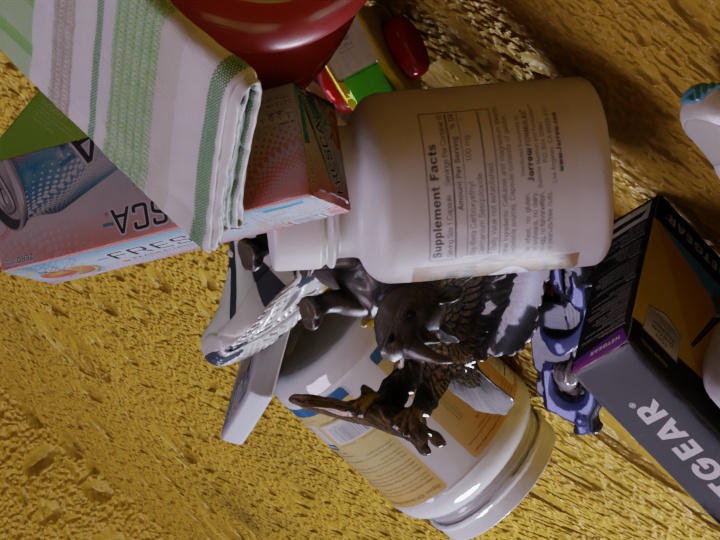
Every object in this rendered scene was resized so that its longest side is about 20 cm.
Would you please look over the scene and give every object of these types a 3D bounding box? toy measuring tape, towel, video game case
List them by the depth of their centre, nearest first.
[{"bbox_3d":[-0.129,-0.119,1.495,0.200,0.031,0.149,44,148,21],"label":"towel"},{"bbox_3d":[-0.011,-0.164,1.743,0.200,0.073,0.074,60,159,-13],"label":"toy measuring tape"},{"bbox_3d":[-0.068,0.032,2.170,0.022,0.183,0.200,16,164,-5],"label":"video game case"}]

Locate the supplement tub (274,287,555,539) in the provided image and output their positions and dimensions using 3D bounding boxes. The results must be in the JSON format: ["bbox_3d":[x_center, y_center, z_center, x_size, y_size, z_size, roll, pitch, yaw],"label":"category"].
[{"bbox_3d":[0.043,0.104,2.180,0.200,0.145,0.145,43,163,-17],"label":"supplement tub"}]

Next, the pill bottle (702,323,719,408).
[{"bbox_3d":[0.306,0.096,1.652,0.200,0.113,0.112,44,163,-20],"label":"pill bottle"}]

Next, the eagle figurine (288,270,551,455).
[{"bbox_3d":[0.044,0.015,1.814,0.151,0.201,0.151,13,-175,-1],"label":"eagle figurine"}]

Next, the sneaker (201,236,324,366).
[{"bbox_3d":[-0.079,-0.037,2.028,0.130,0.199,0.079,45,-155,18],"label":"sneaker"}]

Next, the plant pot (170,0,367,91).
[{"bbox_3d":[-0.086,-0.187,1.571,0.200,0.201,0.182,40,161,-7],"label":"plant pot"}]

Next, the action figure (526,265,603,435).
[{"bbox_3d":[0.135,-0.004,1.851,0.193,0.105,0.201,21,128,30],"label":"action figure"}]

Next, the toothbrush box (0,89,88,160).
[{"bbox_3d":[-0.181,-0.112,1.971,0.086,0.200,0.146,39,165,-1],"label":"toothbrush box"}]

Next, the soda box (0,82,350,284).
[{"bbox_3d":[-0.109,-0.048,1.574,0.199,0.069,0.064,-14,168,19],"label":"soda box"}]

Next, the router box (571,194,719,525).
[{"bbox_3d":[0.221,0.072,1.709,0.051,0.149,0.200,-32,114,34],"label":"router box"}]

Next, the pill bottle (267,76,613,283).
[{"bbox_3d":[0.043,-0.051,1.637,0.199,0.115,0.114,-5,163,-5],"label":"pill bottle"}]

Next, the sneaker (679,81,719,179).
[{"bbox_3d":[0.243,-0.024,1.522,0.200,0.081,0.076,44,164,-17],"label":"sneaker"}]

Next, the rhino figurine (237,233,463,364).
[{"bbox_3d":[0.000,0.000,1.707,0.200,0.087,0.060,43,138,42],"label":"rhino figurine"}]

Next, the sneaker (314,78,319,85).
[{"bbox_3d":[-0.054,-0.082,1.930,0.199,0.071,0.083,-16,148,29],"label":"sneaker"}]

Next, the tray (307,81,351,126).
[{"bbox_3d":[-0.099,-0.117,1.835,0.200,0.099,0.037,41,180,32],"label":"tray"}]
